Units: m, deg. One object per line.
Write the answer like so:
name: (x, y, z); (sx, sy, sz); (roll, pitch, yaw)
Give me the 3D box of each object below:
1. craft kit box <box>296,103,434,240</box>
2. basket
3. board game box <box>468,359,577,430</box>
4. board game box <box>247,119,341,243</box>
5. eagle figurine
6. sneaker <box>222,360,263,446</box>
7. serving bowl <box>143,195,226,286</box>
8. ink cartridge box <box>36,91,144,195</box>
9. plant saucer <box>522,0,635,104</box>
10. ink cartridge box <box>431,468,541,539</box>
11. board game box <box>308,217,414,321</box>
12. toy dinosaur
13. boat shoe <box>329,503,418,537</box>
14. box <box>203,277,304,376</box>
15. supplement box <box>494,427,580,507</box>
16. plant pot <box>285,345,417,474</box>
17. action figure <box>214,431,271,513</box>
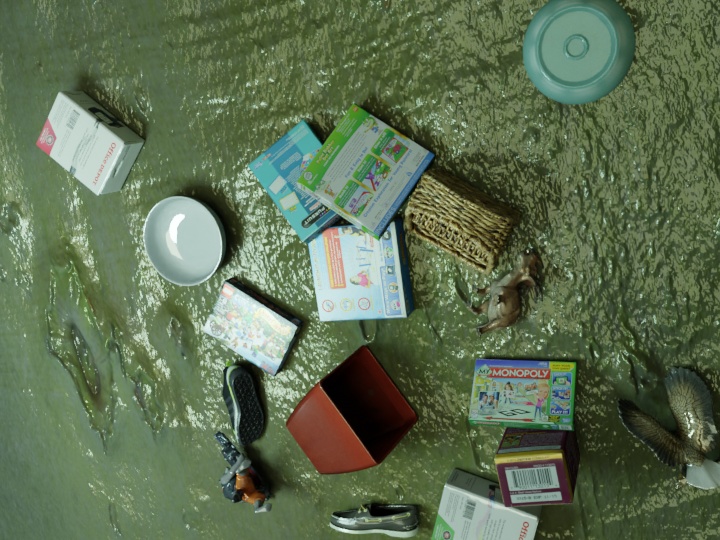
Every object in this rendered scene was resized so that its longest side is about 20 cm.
craft kit box: (0.011, -0.194, 1.594); (0.197, 0.049, 0.200); (35, 81, 6)
basket: (0.182, -0.084, 1.553); (0.199, 0.143, 0.150); (31, 110, 11)
board game box: (0.318, 0.241, 1.591); (0.199, 0.135, 0.029); (-1, 146, 20)
board game box: (-0.111, -0.180, 1.657); (0.151, 0.047, 0.200); (-38, 79, 7)
eagle figurine: (0.584, 0.303, 1.504); (0.151, 0.152, 0.201); (-20, 100, 43)
sneaker: (-0.274, 0.300, 1.865); (0.083, 0.071, 0.201); (17, 116, 52)
serving bowl: (-0.379, -0.070, 1.806); (0.199, 0.066, 0.201); (5, 104, 20)
ink cartridge box: (-0.607, -0.287, 1.831); (0.200, 0.084, 0.145); (38, 112, 10)
plant saucer: (0.389, -0.400, 1.462); (0.199, 0.036, 0.201); (5, 104, 19)
ink cartridge box: (0.263, 0.522, 1.692); (0.199, 0.084, 0.146); (16, 107, 17)
board game box: (0.000, 0.000, 1.687); (0.195, 0.056, 0.201); (-4, 101, 21)
toy dinosaur: (0.287, 0.064, 1.588); (0.086, 0.135, 0.201); (-120, 33, -41)
boat shoe: (0.029, 0.542, 1.795); (0.200, 0.072, 0.061); (-1, 98, 13)
box: (-0.240, 0.125, 1.814); (0.199, 0.038, 0.137); (31, 111, 11)
supplement box: (0.342, 0.361, 1.563); (0.130, 0.200, 0.104); (-10, 99, 22)
plant pot: (-0.034, 0.312, 1.707); (0.176, 0.200, 0.200); (-39, 87, 34)
action figure: (-0.284, 0.468, 1.838); (0.200, 0.105, 0.193); (52, 154, -5)
